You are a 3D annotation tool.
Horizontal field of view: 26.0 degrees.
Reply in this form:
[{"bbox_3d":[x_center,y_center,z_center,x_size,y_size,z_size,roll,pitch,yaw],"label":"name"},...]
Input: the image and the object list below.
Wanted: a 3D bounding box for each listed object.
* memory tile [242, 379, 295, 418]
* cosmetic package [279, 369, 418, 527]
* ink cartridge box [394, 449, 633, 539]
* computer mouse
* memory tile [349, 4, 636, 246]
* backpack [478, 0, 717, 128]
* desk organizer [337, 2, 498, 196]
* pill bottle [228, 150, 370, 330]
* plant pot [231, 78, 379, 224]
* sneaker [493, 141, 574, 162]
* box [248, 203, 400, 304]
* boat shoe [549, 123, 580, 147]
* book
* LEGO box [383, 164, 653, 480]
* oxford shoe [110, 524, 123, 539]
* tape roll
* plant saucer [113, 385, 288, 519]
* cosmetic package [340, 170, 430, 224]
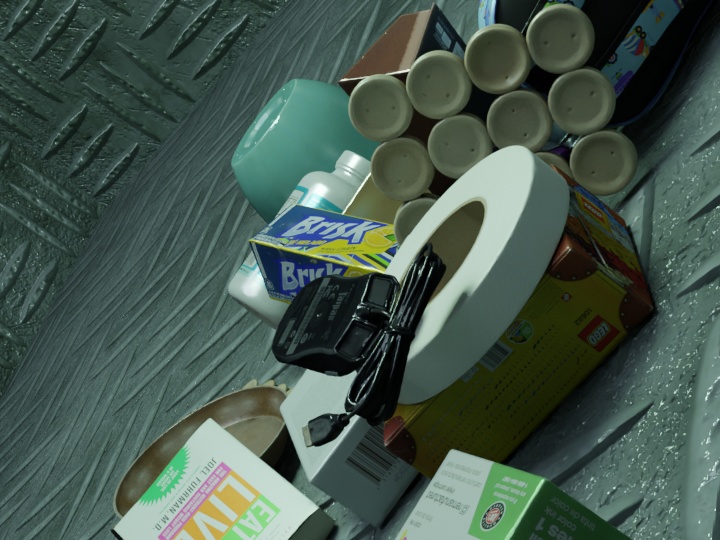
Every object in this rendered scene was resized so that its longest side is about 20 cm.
[{"bbox_3d":[-0.124,0.181,1.630,0.154,0.017,0.200,-57,15,-12],"label":"memory tile"},{"bbox_3d":[0.000,0.121,1.281,0.102,0.071,0.200,-53,15,4],"label":"cosmetic package"},{"bbox_3d":[0.054,0.214,0.885,0.200,0.084,0.145,-57,15,-10],"label":"ink cartridge box"},{"bbox_3d":[-0.008,0.064,1.064,0.200,0.046,0.141,-17,45,58],"label":"computer mouse"},{"bbox_3d":[0.100,-0.106,1.200,0.199,0.154,0.017,-19,11,16],"label":"memory tile"},{"bbox_3d":[0.182,-0.215,1.269,0.200,0.182,0.134,-61,16,-12],"label":"backpack"},{"bbox_3d":[0.071,-0.129,1.319,0.077,0.200,0.072,-3,56,36],"label":"desk organizer"},{"bbox_3d":[-0.045,-0.028,1.668,0.200,0.111,0.111,-55,15,-6],"label":"pill bottle"},{"bbox_3d":[-0.052,-0.125,1.808,0.201,0.161,0.201,-49,16,19],"label":"plant pot"},{"bbox_3d":[0.116,-0.021,1.258,0.087,0.074,0.201,10,76,42],"label":"sneaker"},{"bbox_3d":[0.000,0.000,1.353,0.200,0.070,0.064,13,43,40],"label":"box"},{"bbox_3d":[0.163,-0.156,1.362,0.071,0.091,0.200,-46,17,27],"label":"boat shoe"},{"bbox_3d":[-0.118,0.221,1.345,0.134,0.048,0.200,-51,36,-9],"label":"book"},{"bbox_3d":[0.105,0.043,1.121,0.200,0.077,0.149,-48,16,21],"label":"LEGO box"},{"bbox_3d":[-0.181,0.259,1.548,0.200,0.071,0.071,-12,36,53],"label":"oxford shoe"},{"bbox_3d":[0.068,0.002,1.103,0.203,0.037,0.203,-49,17,20],"label":"tape roll"},{"bbox_3d":[-0.146,0.186,1.512,0.200,0.035,0.200,-28,21,12],"label":"plant saucer"},{"bbox_3d":[0.027,-0.053,1.512,0.200,0.071,0.105,-57,-4,-9],"label":"cosmetic package"}]
